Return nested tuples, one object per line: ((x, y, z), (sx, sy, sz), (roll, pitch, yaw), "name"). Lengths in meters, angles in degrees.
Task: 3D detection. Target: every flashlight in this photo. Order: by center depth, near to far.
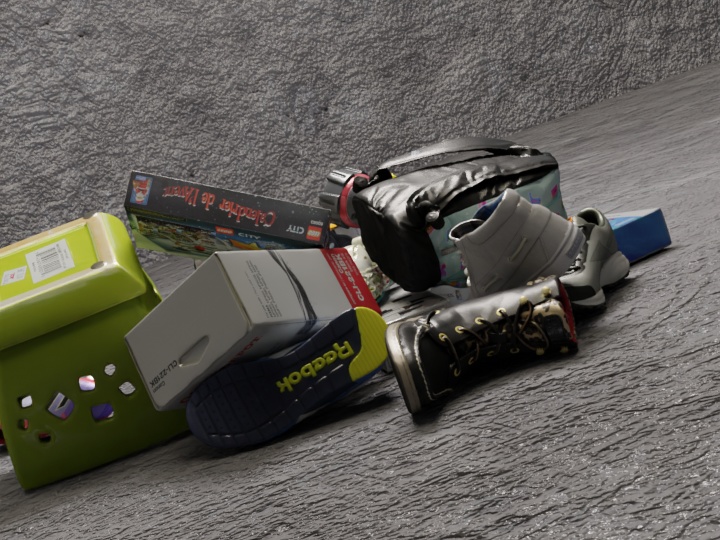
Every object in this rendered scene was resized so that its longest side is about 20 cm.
((0.048, -0.061, 1.874), (0.199, 0.068, 0.068), (19, 48, 36), "flashlight")

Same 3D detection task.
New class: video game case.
((0.201, -0.010, 1.833), (0.198, 0.046, 0.181), (-23, 7, -28), "video game case")

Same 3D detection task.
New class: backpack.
((0.108, -0.054, 1.711), (0.198, 0.128, 0.167), (-18, 28, -16), "backpack")

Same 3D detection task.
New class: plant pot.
((-0.282, 0.066, 1.693), (0.197, 0.183, 0.200), (-21, 27, -6), "plant pot")

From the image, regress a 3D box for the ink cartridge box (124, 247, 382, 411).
((-0.099, 0.053, 1.594), (0.144, 0.084, 0.199), (-40, -20, 30), "ink cartridge box")

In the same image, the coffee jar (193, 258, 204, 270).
((-0.093, 0.003, 1.972), (0.103, 0.086, 0.199), (-6, -25, 36), "coffee jar")

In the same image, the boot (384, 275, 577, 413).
((0.105, 0.059, 1.459), (0.149, 0.074, 0.200), (-17, 2, 11), "boot")

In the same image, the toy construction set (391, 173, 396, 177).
((0.096, -0.042, 2.013), (0.198, 0.093, 0.131), (21, 3, 6), "toy construction set")

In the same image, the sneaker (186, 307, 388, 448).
((-0.060, 0.104, 1.536), (0.198, 0.075, 0.082), (-24, -9, -1), "sneaker")

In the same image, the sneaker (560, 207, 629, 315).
((0.201, -0.003, 1.640), (0.073, 0.080, 0.200), (-14, 12, 24), "sneaker")

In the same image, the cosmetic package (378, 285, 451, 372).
((0.039, 0.054, 1.731), (0.082, 0.051, 0.200), (-18, 7, -8), "cosmetic package")

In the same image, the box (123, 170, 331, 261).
((-0.129, -0.041, 1.692), (0.197, 0.038, 0.137), (12, -17, 1), "box")

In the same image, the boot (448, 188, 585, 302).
((0.121, -0.010, 1.590), (0.200, 0.095, 0.074), (-46, 12, 52), "boot")

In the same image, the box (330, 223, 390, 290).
((-0.022, 0.010, 1.938), (0.041, 0.120, 0.200), (-14, 9, 31), "box")

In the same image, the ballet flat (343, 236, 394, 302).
((0.000, 0.000, 1.779), (0.075, 0.065, 0.200), (-17, 8, 18), "ballet flat")

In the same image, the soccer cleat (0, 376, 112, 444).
((-0.354, 0.164, 1.901), (0.198, 0.067, 0.077), (-7, 43, 33), "soccer cleat")
